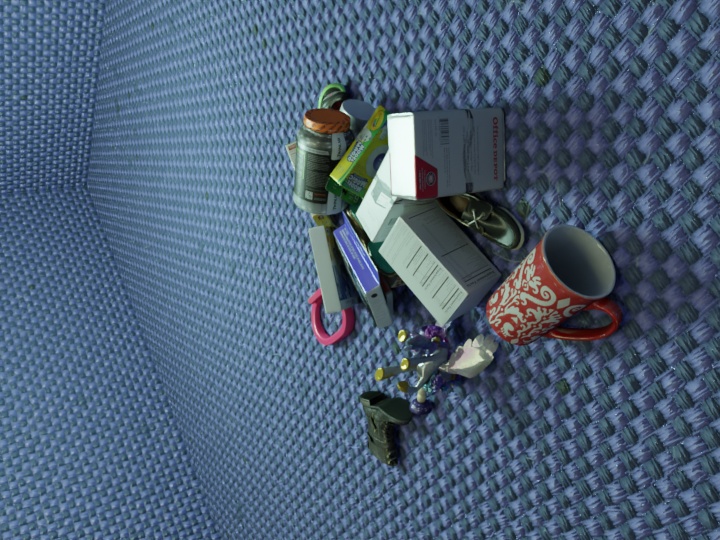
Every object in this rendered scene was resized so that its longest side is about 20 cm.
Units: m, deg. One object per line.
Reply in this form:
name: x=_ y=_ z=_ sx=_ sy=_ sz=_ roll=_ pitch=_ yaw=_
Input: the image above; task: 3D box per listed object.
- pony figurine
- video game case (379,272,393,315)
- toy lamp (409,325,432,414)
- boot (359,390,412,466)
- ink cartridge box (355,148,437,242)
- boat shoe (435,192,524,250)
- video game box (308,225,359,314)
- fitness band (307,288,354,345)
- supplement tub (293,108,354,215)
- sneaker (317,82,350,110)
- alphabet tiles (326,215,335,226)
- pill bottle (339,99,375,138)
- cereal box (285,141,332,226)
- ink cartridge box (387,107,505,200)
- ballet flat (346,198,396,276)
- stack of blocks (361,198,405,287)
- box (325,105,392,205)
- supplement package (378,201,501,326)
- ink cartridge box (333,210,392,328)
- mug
pony figurine: x=0.152 y=0.169 z=1.358 sx=0.167 sy=0.199 sz=0.194 roll=52 pitch=123 yaw=43
video game case: x=0.024 y=-0.002 z=1.560 sx=0.201 sy=0.017 sz=0.143 roll=62 pitch=172 yaw=23
toy lamp: x=0.140 y=0.217 z=1.480 sx=0.058 sy=0.058 sz=0.201 roll=31 pitch=127 yaw=48
boot: x=0.070 y=0.392 z=1.640 sx=0.200 sy=0.069 sz=0.175 roll=12 pitch=115 yaw=58
ink cartridge box: x=0.098 y=-0.158 z=1.345 sx=0.084 sy=0.145 sz=0.200 roll=60 pitch=142 yaw=26
boat shoe: x=0.219 y=-0.097 z=1.258 sx=0.200 sy=0.067 sz=0.072 roll=45 pitch=132 yaw=38
video game box: x=-0.060 y=-0.004 z=1.617 sx=0.182 sy=0.047 sz=0.201 roll=-13 pitch=-89 yaw=-79
fitness band: x=-0.079 y=0.118 z=1.795 sx=0.200 sy=0.037 sz=0.144 roll=-41 pitch=69 yaw=54
supplement tub: x=-0.077 y=-0.229 z=1.426 sx=0.123 sy=0.122 sz=0.201 roll=42 pitch=136 yaw=42
sneaker: x=-0.071 y=-0.338 z=1.603 sx=0.084 sy=0.076 sz=0.201 roll=50 pitch=138 yaw=41
alphabet tiles: x=-0.096 y=-0.188 z=1.639 sx=0.200 sy=0.008 sz=0.168 roll=55 pitch=-167 yaw=-76
pill bottle: x=-0.028 y=-0.275 z=1.524 sx=0.113 sy=0.112 sz=0.201 roll=53 pitch=139 yaw=33
cereal box: x=-0.126 y=-0.207 z=1.693 sx=0.144 sy=0.039 sz=0.201 roll=61 pitch=-173 yaw=-76
ink cartridge box: x=0.154 y=-0.210 z=1.200 sx=0.083 sy=0.199 sz=0.146 roll=16 pitch=113 yaw=57
ballet flat: x=0.032 y=-0.065 z=1.453 sx=0.065 sy=0.070 sz=0.201 roll=84 pitch=162 yaw=-65
stack of blocks: x=0.065 y=-0.078 z=1.495 sx=0.200 sy=0.058 sz=0.115 roll=60 pitch=143 yaw=25
box: x=0.023 y=-0.223 z=1.386 sx=0.200 sy=0.117 sz=0.048 roll=-53 pitch=51 yaw=12
supplement package: x=0.151 y=-0.014 z=1.311 sx=0.200 sy=0.113 sz=0.110 roll=51 pitch=139 yaw=19
ink cartridge box: x=0.000 y=0.000 z=1.486 sx=0.200 sy=0.043 sz=0.199 roll=74 pitch=170 yaw=-51
mug: x=0.310 y=0.053 z=1.113 sx=0.178 sy=0.133 sz=0.200 roll=66 pitch=148 yaw=21
